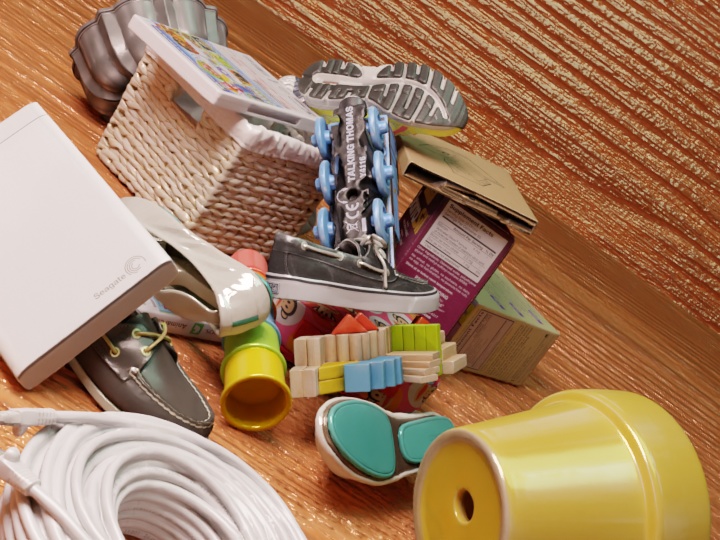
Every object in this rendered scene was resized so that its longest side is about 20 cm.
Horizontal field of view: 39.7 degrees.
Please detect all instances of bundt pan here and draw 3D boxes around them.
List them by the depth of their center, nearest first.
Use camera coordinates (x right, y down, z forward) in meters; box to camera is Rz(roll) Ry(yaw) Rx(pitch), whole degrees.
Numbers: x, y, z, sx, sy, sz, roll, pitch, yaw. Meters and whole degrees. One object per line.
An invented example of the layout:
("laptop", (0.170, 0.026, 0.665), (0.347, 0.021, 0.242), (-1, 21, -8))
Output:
("bundt pan", (-0.247, -0.239, 1.211), (0.200, 0.200, 0.077), (14, 51, -52))

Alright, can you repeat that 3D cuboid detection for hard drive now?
("hard drive", (-0.242, -0.026, 0.734), (0.200, 0.131, 0.027), (45, -16, 27))

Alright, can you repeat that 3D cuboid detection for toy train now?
("toy train", (0.001, -0.079, 1.037), (0.115, 0.085, 0.204), (57, 27, -62))

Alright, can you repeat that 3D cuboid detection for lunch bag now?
("lunch bag", (-0.010, 0.069, 1.017), (0.198, 0.082, 0.177), (34, 17, -11))

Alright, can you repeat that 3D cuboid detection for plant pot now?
("plant pot", (0.154, 0.198, 0.833), (0.186, 0.204, 0.202), (7, 29, -31))

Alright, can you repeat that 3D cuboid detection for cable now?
("cable", (-0.112, 0.165, 0.567), (0.200, 0.070, 0.199), (46, 18, 27))

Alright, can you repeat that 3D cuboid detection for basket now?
("basket", (-0.156, -0.133, 1.128), (0.198, 0.162, 0.199), (44, 17, 27))

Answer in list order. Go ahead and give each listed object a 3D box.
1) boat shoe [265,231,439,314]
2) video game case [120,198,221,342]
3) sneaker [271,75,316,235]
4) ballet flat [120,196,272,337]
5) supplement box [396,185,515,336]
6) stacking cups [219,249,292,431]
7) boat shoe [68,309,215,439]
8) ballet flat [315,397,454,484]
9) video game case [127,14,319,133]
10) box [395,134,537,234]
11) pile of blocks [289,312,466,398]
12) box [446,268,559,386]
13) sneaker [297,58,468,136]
("boat shoe", (-0.002, 0.000, 0.923), (0.196, 0.070, 0.073), (8, 1, -34))
("video game case", (-0.219, -0.013, 0.920), (0.180, 0.022, 0.200), (17, 24, -49))
("sneaker", (-0.100, -0.156, 1.310), (0.078, 0.203, 0.130), (-12, 19, -13))
("ballet flat", (-0.162, -0.004, 0.847), (0.198, 0.071, 0.069), (30, 12, 28))
("supplement box", (0.080, -0.002, 1.186), (0.102, 0.202, 0.131), (32, 15, -11))
("stacking cups", (-0.094, 0.048, 0.878), (0.060, 0.061, 0.202), (28, 29, -25))
("boat shoe", (-0.180, 0.053, 0.745), (0.200, 0.061, 0.072), (40, 16, 12))
("ballet flat", (0.010, 0.151, 0.853), (0.198, 0.070, 0.070), (15, 26, -53))
("video game case", (-0.136, -0.204, 1.056), (0.143, 0.018, 0.199), (43, 18, 23))
("box", (0.114, -0.113, 1.159), (0.161, 0.022, 0.201), (24, 19, -11))
("pile of blocks", (0.020, 0.068, 0.887), (0.198, 0.064, 0.081), (-6, 4, -43))
("box", (0.142, 0.050, 1.358), (0.198, 0.097, 0.176), (20, 23, -46))
("sneaker", (0.030, -0.181, 1.130), (0.196, 0.079, 0.091), (15, -31, 20))
